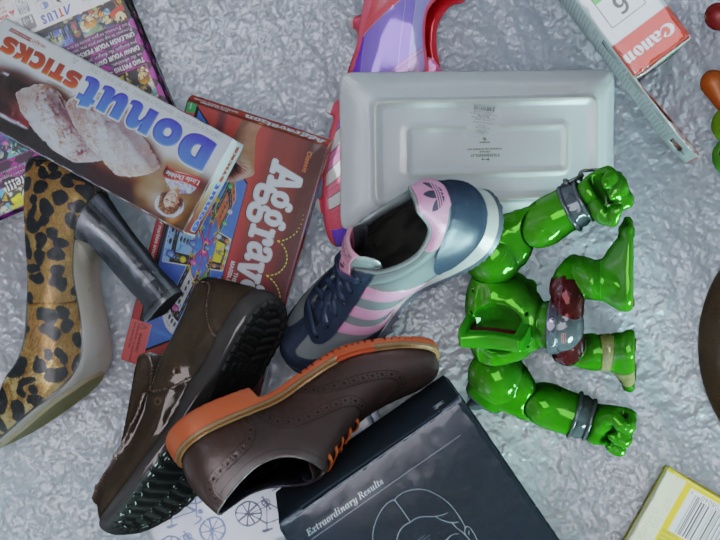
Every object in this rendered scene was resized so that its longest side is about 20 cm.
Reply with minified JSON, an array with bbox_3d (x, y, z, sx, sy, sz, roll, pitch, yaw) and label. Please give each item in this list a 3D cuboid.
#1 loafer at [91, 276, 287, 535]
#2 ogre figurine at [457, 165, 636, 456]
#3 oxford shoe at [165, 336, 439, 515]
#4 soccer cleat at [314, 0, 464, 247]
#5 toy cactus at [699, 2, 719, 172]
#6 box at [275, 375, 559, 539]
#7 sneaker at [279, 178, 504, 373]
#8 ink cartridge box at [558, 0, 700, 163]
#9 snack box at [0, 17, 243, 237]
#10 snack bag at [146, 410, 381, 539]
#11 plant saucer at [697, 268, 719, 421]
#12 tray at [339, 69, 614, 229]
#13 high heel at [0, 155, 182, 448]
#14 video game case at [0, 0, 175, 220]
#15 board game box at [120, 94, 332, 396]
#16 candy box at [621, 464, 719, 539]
[{"bbox_3d":[-0.125,0.091,1.517,0.071,0.073,0.200,35,93,32],"label":"loafer"},{"bbox_3d":[0.128,0.028,1.506,0.119,0.098,0.200,0,131,7],"label":"ogre figurine"},{"bbox_3d":[-0.027,0.106,1.480,0.199,0.071,0.073,-23,62,-17],"label":"oxford shoe"},{"bbox_3d":[0.019,-0.112,1.530,0.076,0.067,0.201,11,87,15],"label":"soccer cleat"},{"bbox_3d":[0.318,-0.097,1.500,0.164,0.102,0.201,-8,68,-13],"label":"toy cactus"},{"bbox_3d":[0.057,0.198,1.493,0.148,0.107,0.200,-34,97,0],"label":"box"},{"bbox_3d":[0.000,0.000,1.483,0.200,0.082,0.070,-41,55,28],"label":"sneaker"},{"bbox_3d":[0.182,-0.167,1.498,0.050,0.109,0.200,-37,89,3],"label":"ink cartridge box"},{"bbox_3d":[-0.178,-0.098,1.497,0.200,0.024,0.072,28,89,21],"label":"snack box"},{"bbox_3d":[-0.050,0.188,1.554,0.188,0.021,0.201,-23,94,4],"label":"snack bag"},{"bbox_3d":[0.335,0.052,1.531,0.199,0.032,0.201,0,90,4],"label":"plant saucer"},{"bbox_3d":[0.084,-0.083,1.515,0.199,0.022,0.108,-2,95,-15],"label":"tray"},{"bbox_3d":[-0.232,0.023,1.547,0.200,0.071,0.143,-43,81,19],"label":"high heel"},{"bbox_3d":[-0.245,-0.137,1.561,0.199,0.036,0.182,-23,90,4],"label":"video game case"},{"bbox_3d":[-0.094,-0.013,1.529,0.103,0.019,0.201,17,112,3],"label":"board game box"},{"bbox_3d":[0.275,0.229,1.539,0.200,0.026,0.102,30,95,3],"label":"candy box"}]
